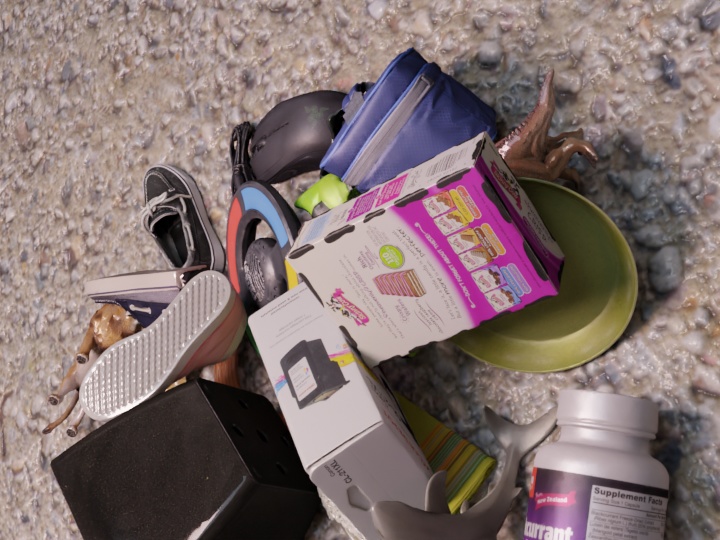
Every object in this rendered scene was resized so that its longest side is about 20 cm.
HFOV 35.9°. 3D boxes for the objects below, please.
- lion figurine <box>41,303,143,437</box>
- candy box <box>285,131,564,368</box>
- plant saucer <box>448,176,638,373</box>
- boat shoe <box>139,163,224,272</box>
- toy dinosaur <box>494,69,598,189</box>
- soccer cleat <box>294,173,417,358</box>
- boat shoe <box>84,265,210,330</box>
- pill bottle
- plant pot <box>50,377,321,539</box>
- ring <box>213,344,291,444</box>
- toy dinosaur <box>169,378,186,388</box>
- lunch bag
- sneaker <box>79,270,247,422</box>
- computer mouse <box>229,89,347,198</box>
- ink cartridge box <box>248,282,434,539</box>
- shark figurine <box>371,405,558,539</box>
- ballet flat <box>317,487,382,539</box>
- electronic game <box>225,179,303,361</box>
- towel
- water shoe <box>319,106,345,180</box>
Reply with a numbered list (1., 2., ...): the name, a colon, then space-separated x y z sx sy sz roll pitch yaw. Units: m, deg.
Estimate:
1. lion figurine: -0.334 0.113 1.392 0.200 0.072 0.123 -44 19 29
2. candy box: 0.055 -0.012 0.945 0.198 0.137 0.061 -24 24 30
3. plant saucer: 0.145 0.001 0.979 0.199 0.201 0.031 -27 21 31
4. boat shoe: -0.236 -0.064 1.366 0.074 0.068 0.201 -42 54 22
5. toy dinosaur: 0.138 -0.077 1.007 0.133 0.202 0.086 -2 41 1
6. soccer cleat: 0.000 0.000 1.123 0.080 0.067 0.202 -26 86 28
7. boat shoe: -0.248 0.048 1.295 0.198 0.074 0.094 -4 96 42
8. pill bottle: 0.190 0.203 0.901 0.110 0.111 0.203 1 77 40
9. plant pot: -0.158 0.225 1.131 0.177 0.199 0.201 -45 58 11
10. ring: -0.088 0.095 1.228 0.199 0.019 0.203 -14 69 38
11. toy dinosaur: -0.240 0.151 1.313 0.101 0.058 0.202 34 99 40
12. lunch bag: 0.043 -0.135 1.067 0.132 0.200 0.136 38 105 -5
13. sneaker: -0.198 0.093 1.174 0.200 0.105 0.075 -43 68 -5
14. computer mouse: -0.087 -0.146 1.278 0.198 0.052 0.140 -23 62 33
15. ink cartridge box: -0.014 0.128 1.033 0.082 0.146 0.201 -32 43 3
16. shark figurine: 0.111 0.210 0.955 0.089 0.213 0.130 -6 107 47
17. ballet flat: 0.030 0.253 1.062 0.199 0.071 0.072 34 99 43
18. electronic game: -0.099 0.005 1.172 0.200 0.041 0.203 34 129 55
19. towel: 0.038 0.172 1.088 0.086 0.018 0.199 -47 47 -13
20. water shoe: -0.020 -0.074 1.182 0.071 0.078 0.203 -5 74 39
